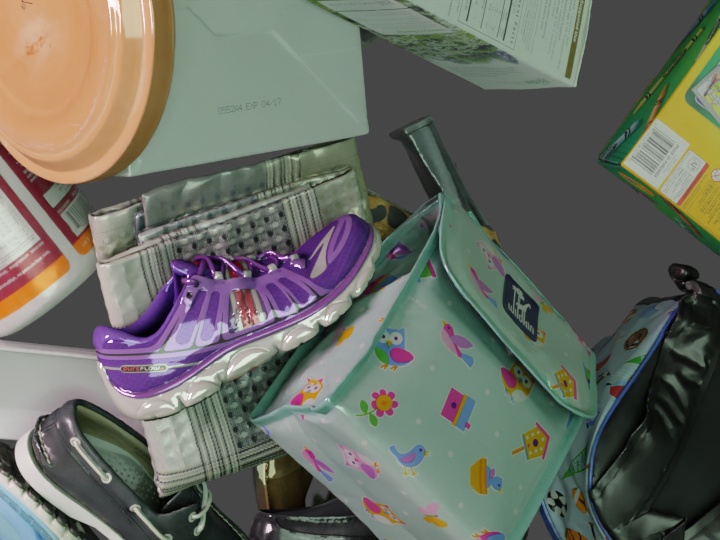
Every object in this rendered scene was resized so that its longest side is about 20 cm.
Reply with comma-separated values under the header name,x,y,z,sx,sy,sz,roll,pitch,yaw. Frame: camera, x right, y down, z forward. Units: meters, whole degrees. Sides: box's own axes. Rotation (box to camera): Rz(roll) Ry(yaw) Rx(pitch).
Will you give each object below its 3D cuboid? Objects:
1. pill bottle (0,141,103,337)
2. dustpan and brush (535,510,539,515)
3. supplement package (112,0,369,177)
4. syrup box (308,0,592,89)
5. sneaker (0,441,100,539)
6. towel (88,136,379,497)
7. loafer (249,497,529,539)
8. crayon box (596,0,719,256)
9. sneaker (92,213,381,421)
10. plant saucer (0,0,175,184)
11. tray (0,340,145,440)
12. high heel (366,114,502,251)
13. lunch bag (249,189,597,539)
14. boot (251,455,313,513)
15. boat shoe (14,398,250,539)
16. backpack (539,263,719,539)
name,x,y,z,sx,sy,sz,roll,pitch,yaw
pill bottle,-0.259,-0.063,1.484,0.109,0.110,0.200,-38,104,-4
dustpan and brush,0.041,0.100,1.608,0.139,0.057,0.200,-29,109,-8
supplement package,-0.109,-0.151,1.462,0.200,0.111,0.156,-13,102,-43
syrup box,0.062,-0.183,1.498,0.200,0.079,0.082,19,79,-48
sneaker,-0.222,0.200,1.549,0.090,0.078,0.200,-39,102,1
towel,-0.068,0.028,1.501,0.192,0.035,0.201,-18,104,-16
loafer,0.021,0.161,1.551,0.200,0.068,0.071,0,95,-22
crayon box,0.275,-0.121,1.616,0.119,0.058,0.200,36,89,-15
sneaker,-0.076,0.017,1.442,0.200,0.081,0.084,-31,105,-14
plant saucer,-0.184,-0.150,1.371,0.032,0.200,0.201,-11,102,-43
tray,-0.203,0.078,1.529,0.199,0.022,0.107,7,141,-19
high heel,0.000,0.000,1.567,0.200,0.071,0.143,-29,98,-15
lunch bag,0.058,0.070,1.484,0.170,0.122,0.200,45,61,-17
boot,-0.040,0.114,1.571,0.075,0.074,0.201,-3,100,-5
boat shoe,-0.137,0.157,1.544,0.200,0.076,0.060,33,122,-28
backpack,0.208,0.130,1.577,0.200,0.154,0.191,48,58,-12
